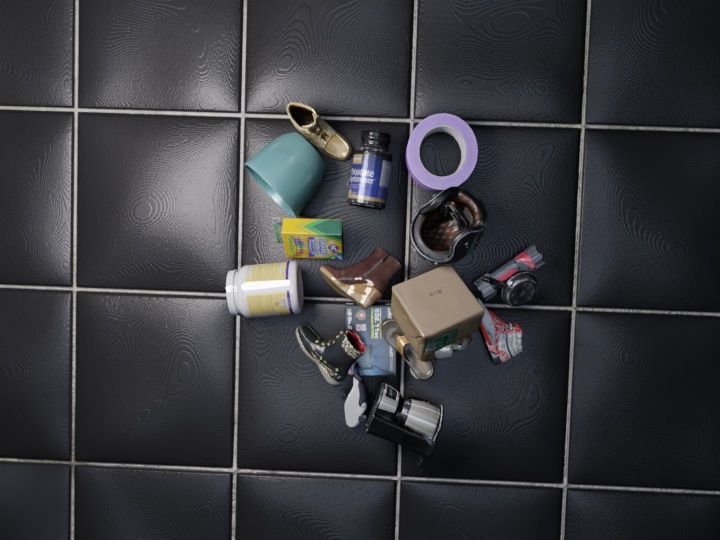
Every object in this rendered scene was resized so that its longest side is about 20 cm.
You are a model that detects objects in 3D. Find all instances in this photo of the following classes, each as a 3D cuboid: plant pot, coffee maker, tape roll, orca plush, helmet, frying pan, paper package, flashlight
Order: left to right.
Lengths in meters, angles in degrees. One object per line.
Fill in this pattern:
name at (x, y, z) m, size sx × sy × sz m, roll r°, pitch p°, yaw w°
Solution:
plant pot at (-0.191, -0.273, 1.651) m, size 0.200 × 0.201 × 0.161 m, roll 43°, pitch 83°, yaw -1°
orca plush at (-0.001, 0.353, 1.720) m, size 0.070 × 0.104 × 0.206 m, roll -23°, pitch 120°, yaw -38°
coffee maker at (0.113, 0.437, 1.702) m, size 0.195 × 0.135 × 0.197 m, roll 21°, pitch 94°, yaw 1°
paper package at (0.202, 0.105, 1.629) m, size 0.195 × 0.105 × 0.192 m, roll -20°, pitch 52°, yaw -19°
tape roll at (0.224, -0.324, 1.687) m, size 0.193 × 0.085 × 0.207 m, roll 0°, pitch 94°, yaw 2°
helmet at (0.233, -0.111, 1.643) m, size 0.199 × 0.201 × 0.191 m, roll 39°, pitch 135°, yaw -1°
flashlight at (0.421, 0.011, 1.709) m, size 0.198 × 0.068 × 0.068 m, roll -37°, pitch 128°, yaw 5°
frying pan at (0.425, 0.038, 1.679) m, size 0.115 × 0.031 × 0.189 m, roll -43°, pitch 127°, yaw 13°

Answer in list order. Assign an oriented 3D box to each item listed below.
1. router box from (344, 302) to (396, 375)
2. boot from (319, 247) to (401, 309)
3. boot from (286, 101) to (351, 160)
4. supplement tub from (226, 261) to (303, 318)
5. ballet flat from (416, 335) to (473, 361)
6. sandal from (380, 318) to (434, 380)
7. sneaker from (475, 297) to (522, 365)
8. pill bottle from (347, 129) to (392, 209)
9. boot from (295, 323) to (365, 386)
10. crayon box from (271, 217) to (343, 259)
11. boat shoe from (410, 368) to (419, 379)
router box at (0.028, 0.195, 1.727) m, size 0.145 × 0.062 × 0.207 m, roll -1°, pitch 93°, yaw 0°
boot at (0.000, 0.000, 1.723) m, size 0.198 × 0.073 × 0.167 m, roll 33°, pitch 72°, yaw 22°
boot at (-0.112, -0.380, 1.656) m, size 0.199 × 0.155 × 0.073 m, roll 40°, pitch 93°, yaw -1°
supplement tub at (-0.263, 0.055, 1.687) m, size 0.193 × 0.145 × 0.150 m, roll -4°, pitch 93°, yaw 2°
ballet flat at (0.241, 0.206, 1.664) m, size 0.196 × 0.071 × 0.070 m, roll -11°, pitch 104°, yaw -42°
sandal at (0.131, 0.217, 1.665) m, size 0.081 × 0.055 × 0.202 m, roll -34°, pitch 87°, yaw 6°
sneaker at (0.389, 0.155, 1.715) m, size 0.105 × 0.067 × 0.206 m, roll -22°, pitch 95°, yaw 1°
pill bottle at (0.030, -0.277, 1.680) m, size 0.108 × 0.112 × 0.207 m, roll 8°, pitch 93°, yaw 1°
boot at (-0.082, 0.198, 1.684) m, size 0.205 × 0.073 × 0.154 m, roll 51°, pitch 124°, yaw 16°
crayon box at (-0.145, -0.087, 1.685) m, size 0.193 × 0.127 × 0.053 m, roll 2°, pitch 60°, yaw 2°
boat shoe at (0.197, 0.214, 1.719) m, size 0.068 × 0.072 × 0.206 m, roll 21°, pitch 93°, yaw 0°
